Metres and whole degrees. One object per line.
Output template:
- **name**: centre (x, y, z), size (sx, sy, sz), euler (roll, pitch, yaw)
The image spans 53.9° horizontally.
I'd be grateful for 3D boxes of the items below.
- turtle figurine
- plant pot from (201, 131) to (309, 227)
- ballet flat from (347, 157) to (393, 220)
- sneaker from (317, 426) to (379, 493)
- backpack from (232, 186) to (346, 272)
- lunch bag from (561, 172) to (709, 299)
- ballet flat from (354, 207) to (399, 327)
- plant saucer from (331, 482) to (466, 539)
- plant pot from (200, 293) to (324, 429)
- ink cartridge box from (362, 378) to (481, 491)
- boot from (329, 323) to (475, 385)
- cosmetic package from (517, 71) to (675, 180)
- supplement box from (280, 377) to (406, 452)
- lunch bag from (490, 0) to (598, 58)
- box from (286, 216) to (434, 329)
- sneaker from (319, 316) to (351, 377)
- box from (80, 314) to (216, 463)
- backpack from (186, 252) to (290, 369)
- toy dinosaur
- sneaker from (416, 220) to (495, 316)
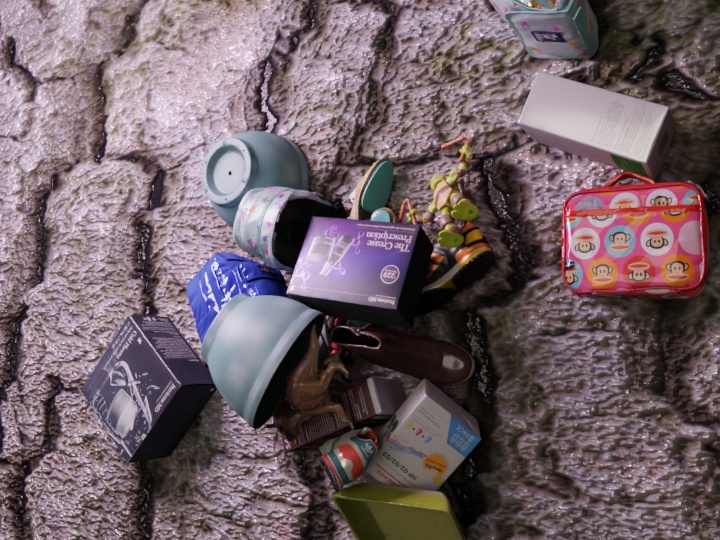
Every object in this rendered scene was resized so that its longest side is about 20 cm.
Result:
- **turtle figurine**: centre (0.135, -0.105, 1.142), size (0.201, 0.064, 0.163), euler (-50, 28, 25)
- **plant pot**: centre (-0.211, -0.169, 1.320), size (0.196, 0.133, 0.206), euler (-4, 81, 28)
- **ballet flat**: centre (0.004, -0.099, 1.238), size (0.069, 0.070, 0.206), euler (13, 90, 29)
- **sneaker**: centre (-0.013, 0.285, 1.096), size (0.092, 0.200, 0.071), euler (-29, 83, -7)
- **backpack**: centre (-0.123, -0.066, 1.224), size (0.124, 0.199, 0.172), euler (10, 89, 29)
- **lunch bag**: centre (0.388, -0.051, 1.007), size (0.195, 0.082, 0.181), euler (-2, 79, 28)
- **ballet flat**: centre (0.034, -0.002, 1.200), size (0.066, 0.072, 0.206), euler (7, 88, 29)
- **plant saucer**: centre (0.078, 0.394, 1.088), size (0.195, 0.203, 0.048), euler (-2, 39, 29)
- **plant pot**: centre (-0.161, 0.120, 1.095), size (0.132, 0.200, 0.204), euler (30, 99, 9)
- **ink cartridge box**: centre (0.083, 0.288, 1.111), size (0.114, 0.068, 0.201), euler (37, 104, -5)
- **boot**: centre (0.066, 0.132, 1.109), size (0.196, 0.165, 0.074), euler (10, 85, 30)
- **cosmetic package**: centre (0.343, -0.212, 1.033), size (0.197, 0.107, 0.087), euler (25, 96, 31)
- **supplement box**: centre (-0.028, 0.243, 1.183), size (0.197, 0.108, 0.062), euler (-28, 68, 23)
- **lunch bag**: centre (0.268, -0.409, 1.062), size (0.122, 0.169, 0.202), euler (-43, 63, 16)
- **box**: centre (0.000, 0.000, 1.110), size (0.195, 0.079, 0.144), euler (6, 69, 28)
- **sneaker**: centre (-0.064, 0.082, 1.221), size (0.095, 0.071, 0.207), euler (2, 96, 6)
- **box**: centre (-0.416, 0.230, 1.399), size (0.196, 0.123, 0.202), euler (43, 104, 24)
- **backpack**: centre (-0.207, 0.061, 1.282), size (0.168, 0.161, 0.202), euler (-44, 56, 19)
- **toy dinosaur**: centre (-0.086, 0.187, 1.081), size (0.132, 0.204, 0.086), euler (-11, 36, -11)
- **sneaker**: centre (0.124, -0.002, 1.160), size (0.198, 0.070, 0.092), euler (-34, 54, 21)
